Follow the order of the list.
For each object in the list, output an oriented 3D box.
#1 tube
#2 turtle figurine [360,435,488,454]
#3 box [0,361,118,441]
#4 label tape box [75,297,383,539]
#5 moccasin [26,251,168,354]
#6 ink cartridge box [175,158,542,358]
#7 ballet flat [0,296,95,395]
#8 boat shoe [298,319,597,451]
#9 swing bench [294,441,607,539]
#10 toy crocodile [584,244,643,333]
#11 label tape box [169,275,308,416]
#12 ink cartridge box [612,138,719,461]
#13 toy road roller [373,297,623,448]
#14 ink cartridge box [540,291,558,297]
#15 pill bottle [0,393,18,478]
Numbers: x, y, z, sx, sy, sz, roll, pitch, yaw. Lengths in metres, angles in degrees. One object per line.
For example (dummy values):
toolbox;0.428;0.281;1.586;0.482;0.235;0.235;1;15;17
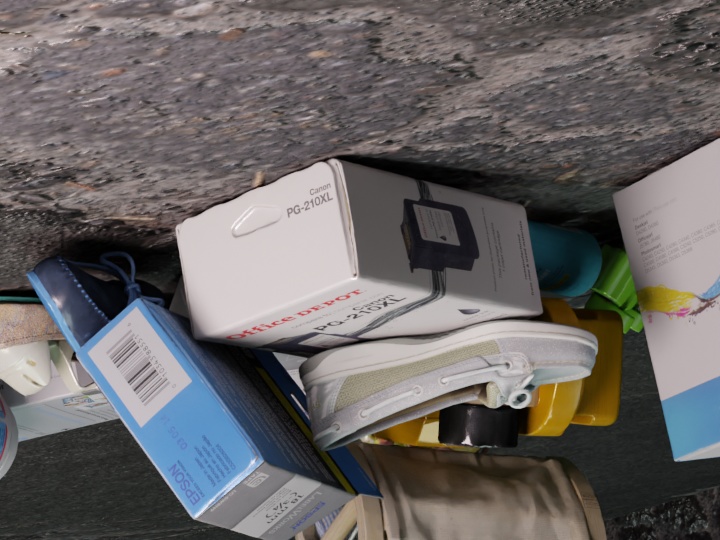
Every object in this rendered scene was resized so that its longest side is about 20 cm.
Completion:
tube;0.091;-0.019;1.838;0.200;0.050;0.077;11;148;-44
turtle figurine;0.072;0.121;1.993;0.200;0.064;0.161;-9;167;-45
box;-0.242;0.100;2.079;0.200;0.041;0.156;-14;168;10
label tape box;-0.083;0.105;1.691;0.063;0.144;0.200;-42;156;9
moccasin;-0.162;0.028;1.719;0.068;0.080;0.200;-33;158;2
ink cartridge box;0.000;0.000;1.687;0.145;0.084;0.200;-21;159;36
ballet flat;-0.217;0.053;1.812;0.200;0.067;0.068;0;165;-43
boat shoe;0.062;0.076;1.712;0.202;0.065;0.074;-6;164;-12
swing bench;0.049;0.197;1.922;0.199;0.130;0.200;8;156;-25
toy crocodile;0.201;0.006;1.986;0.062;0.068;0.200;31;-175;11
label tape box;-0.079;0.073;1.911;0.143;0.066;0.200;-7;147;-22
ink cartridge box;0.292;0.014;1.791;0.147;0.200;0.146;-4;165;-34
toy road roller;0.100;0.068;1.863;0.146;0.123;0.200;4;179;-26
ink cartridge box;0.058;0.078;2.150;0.200;0.086;0.148;-20;166;29
pill bottle;-0.325;0.116;1.909;0.109;0.109;0.200;-13;168;9
